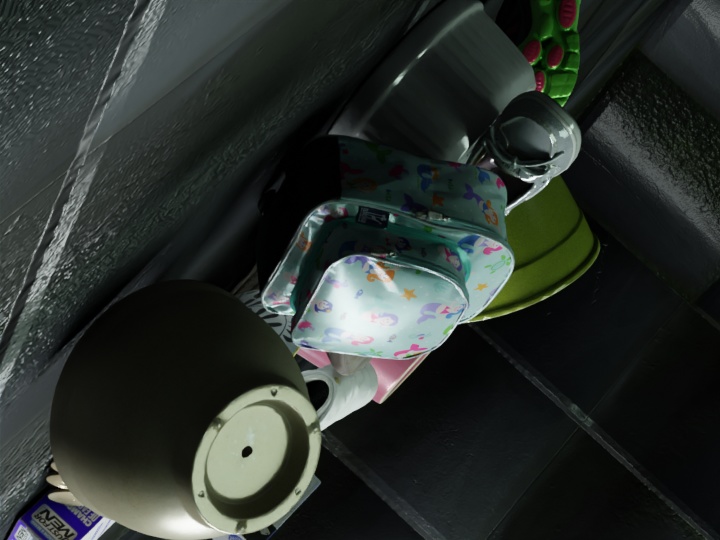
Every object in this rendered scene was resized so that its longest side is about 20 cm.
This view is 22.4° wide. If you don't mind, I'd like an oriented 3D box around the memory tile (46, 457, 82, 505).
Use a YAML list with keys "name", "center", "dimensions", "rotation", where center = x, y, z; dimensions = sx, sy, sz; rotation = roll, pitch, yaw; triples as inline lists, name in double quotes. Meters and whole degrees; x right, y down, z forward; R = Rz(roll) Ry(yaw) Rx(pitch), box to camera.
- name: "memory tile"
  center: [-0.214, 0.192, 1.692]
  dimensions: [0.200, 0.153, 0.017]
  rotation: [118, -23, -66]

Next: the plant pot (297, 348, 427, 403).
- name: "plant pot"
  center: [0.000, 0.048, 2.093]
  dimensions: [0.200, 0.179, 0.200]
  rotation: [-46, 175, -5]

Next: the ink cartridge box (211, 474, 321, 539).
- name: "ink cartridge box"
  center: [-0.136, 0.140, 1.524]
  dimensions: [0.094, 0.200, 0.044]
  rotation: [-44, -179, -39]

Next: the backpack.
- name: "backpack"
  center: [0.028, -0.016, 1.524]
  dimensions: [0.200, 0.151, 0.178]
  rotation: [5, 145, -21]

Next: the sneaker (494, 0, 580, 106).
- name: "sneaker"
  center: [0.169, -0.220, 1.755]
  dimensions: [0.084, 0.077, 0.200]
  rotation: [153, -47, -70]

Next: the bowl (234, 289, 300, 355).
- name: "bowl"
  center: [-0.126, 0.084, 1.728]
  dimensions: [0.201, 0.094, 0.201]
  rotation: [-51, -178, 3]

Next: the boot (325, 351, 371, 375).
- name: "boot"
  center: [0.000, 0.000, 1.778]
  dimensions: [0.200, 0.064, 0.186]
  rotation: [-136, -119, -82]

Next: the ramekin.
- name: "ramekin"
  center: [0.068, -0.143, 1.640]
  dimensions: [0.200, 0.105, 0.200]
  rotation: [-48, 175, -6]

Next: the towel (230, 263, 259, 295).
- name: "towel"
  center: [-0.108, 0.029, 1.867]
  dimensions: [0.200, 0.034, 0.133]
  rotation: [-49, 174, 11]

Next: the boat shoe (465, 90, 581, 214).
- name: "boat shoe"
  center: [0.126, -0.088, 1.558]
  dimensions: [0.065, 0.074, 0.202]
  rotation: [-50, -177, -26]

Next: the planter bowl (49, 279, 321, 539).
- name: "planter bowl"
  center: [-0.115, 0.120, 1.377]
  dimensions: [0.200, 0.135, 0.200]
  rotation: [-15, 115, -35]

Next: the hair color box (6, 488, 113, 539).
- name: "hair color box"
  center: [-0.272, 0.229, 1.857]
  dimensions: [0.200, 0.065, 0.109]
  rotation: [-46, 176, -37]

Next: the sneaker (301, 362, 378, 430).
- name: "sneaker"
  center: [-0.086, 0.151, 1.783]
  dimensions: [0.200, 0.074, 0.116]
  rotation: [-38, 168, 20]

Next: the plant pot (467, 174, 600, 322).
- name: "plant pot"
  center: [0.117, -0.080, 1.843]
  dimensions: [0.200, 0.193, 0.200]
  rotation: [-19, -160, 7]
